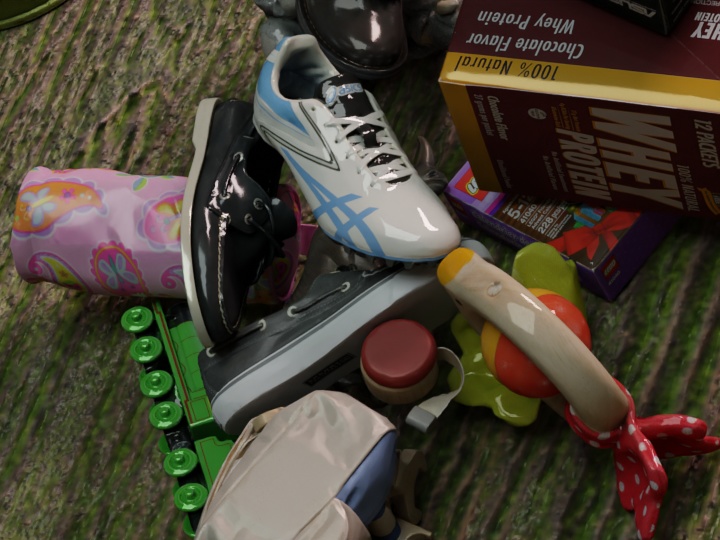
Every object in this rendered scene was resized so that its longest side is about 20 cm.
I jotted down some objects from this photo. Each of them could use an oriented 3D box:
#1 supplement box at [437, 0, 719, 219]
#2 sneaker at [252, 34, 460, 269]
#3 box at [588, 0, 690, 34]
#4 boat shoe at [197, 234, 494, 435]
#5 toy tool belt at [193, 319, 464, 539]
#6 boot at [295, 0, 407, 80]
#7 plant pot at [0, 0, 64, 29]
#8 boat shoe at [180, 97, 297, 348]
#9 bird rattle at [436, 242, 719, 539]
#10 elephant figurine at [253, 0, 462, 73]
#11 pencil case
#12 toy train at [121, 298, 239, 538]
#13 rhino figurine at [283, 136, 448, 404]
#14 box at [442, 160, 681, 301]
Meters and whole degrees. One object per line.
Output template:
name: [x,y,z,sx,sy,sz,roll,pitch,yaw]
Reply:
supplement box: [0.176,-0.155,1.590,0.197,0.133,0.200,8,64,19]
sneaker: [-0.005,-0.072,1.572,0.072,0.073,0.200,-16,45,-28]
box: [0.154,-0.261,1.551,0.193,0.048,0.200,27,71,24]
boat shoe: [-0.013,0.028,1.583,0.200,0.069,0.057,-32,66,7]
toy tool belt: [-0.014,0.134,1.555,0.125,0.123,0.200,27,65,26]
boot: [0.009,-0.242,1.625,0.069,0.174,0.200,1,56,-18]
plant pot: [-0.306,-0.320,1.969,0.200,0.193,0.200,-13,53,18]
boat shoe: [-0.072,-0.035,1.622,0.066,0.075,0.199,-7,41,9]
bird rattle: [0.112,0.064,1.514,0.113,0.163,0.200,-40,43,3]
elephant figurine: [0.031,-0.193,1.769,0.200,0.142,0.155,-16,89,7]
pencil case: [-0.133,-0.024,1.729,0.200,0.087,0.087,3,58,15]
toy train: [-0.110,0.092,1.678,0.056,0.042,0.200,-17,47,-4]
rhino figurine: [0.000,0.000,1.662,0.087,0.060,0.200,14,74,33]
box: [0.167,-0.089,1.671,0.137,0.039,0.200,29,73,39]
